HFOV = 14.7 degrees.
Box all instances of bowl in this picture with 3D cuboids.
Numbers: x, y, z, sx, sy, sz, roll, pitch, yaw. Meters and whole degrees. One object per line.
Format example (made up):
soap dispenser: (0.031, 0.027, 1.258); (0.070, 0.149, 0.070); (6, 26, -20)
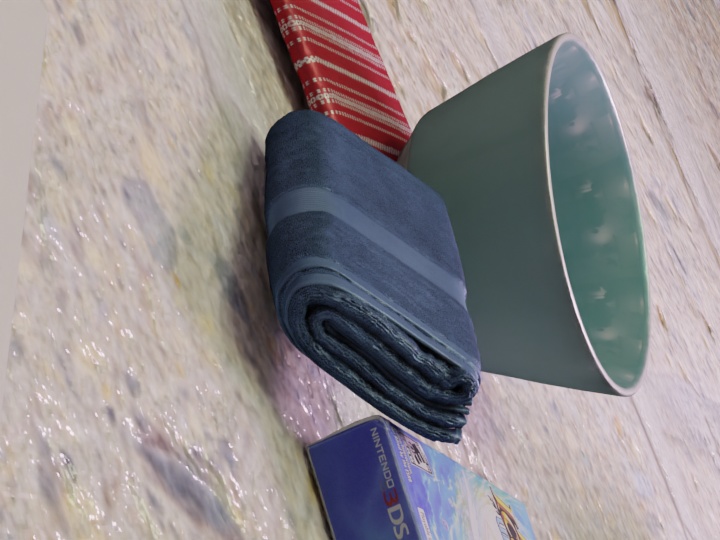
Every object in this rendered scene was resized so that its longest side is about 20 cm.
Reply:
bowl: (0.084, -0.023, 1.528); (0.201, 0.104, 0.202); (-9, 90, -72)

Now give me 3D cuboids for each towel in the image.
towel: (0.000, 0.000, 1.318); (0.111, 0.049, 0.200); (36, 20, -19)
towel: (-0.020, -0.128, 1.545); (0.201, 0.022, 0.145); (68, 15, 12)

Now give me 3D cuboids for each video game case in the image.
video game case: (0.056, 0.183, 1.282); (0.181, 0.045, 0.201); (38, 31, -61)

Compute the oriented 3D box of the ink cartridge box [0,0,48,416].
ink cartridge box: (-0.180, -0.021, 0.518); (0.145, 0.199, 0.148); (54, 19, -34)
